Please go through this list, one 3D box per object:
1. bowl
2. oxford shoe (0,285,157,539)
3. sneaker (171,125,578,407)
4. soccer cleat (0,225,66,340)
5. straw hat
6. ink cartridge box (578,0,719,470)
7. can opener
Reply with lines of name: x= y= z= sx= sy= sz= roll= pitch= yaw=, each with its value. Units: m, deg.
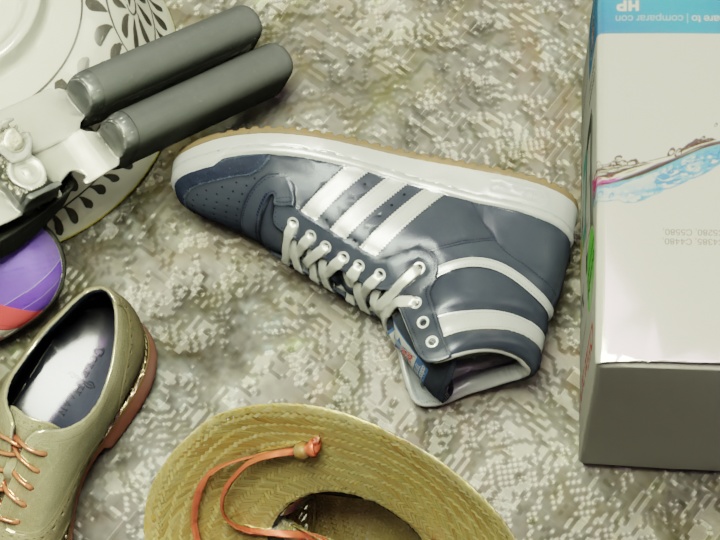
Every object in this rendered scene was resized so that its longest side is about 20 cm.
bowl: x=-0.193 y=-0.115 z=1.096 sx=0.199 sy=0.094 sz=0.202 roll=-1 pitch=69 yaw=2
oxford shoe: x=-0.162 y=0.094 z=1.020 sx=0.070 sy=0.074 sz=0.201 roll=20 pitch=70 yaw=11
sneaker: x=0.000 y=0.000 z=1.052 sx=0.198 sy=0.070 sz=0.109 roll=9 pitch=67 yaw=3
soccer cleat: x=-0.239 y=0.016 z=1.048 sx=0.198 sy=0.073 sz=0.069 roll=-9 pitch=92 yaw=1
straw hat: x=0.008 y=0.131 z=0.987 sx=0.200 sy=0.202 sz=0.085 roll=27 pitch=29 yaw=13
ink cartridge box: x=0.175 y=-0.024 z=1.011 sx=0.145 sy=0.147 sz=0.201 roll=2 pitch=68 yaw=3
can opener: x=-0.121 y=-0.070 z=1.055 sx=0.199 sy=0.067 sz=0.053 roll=-31 pitch=75 yaw=-32
